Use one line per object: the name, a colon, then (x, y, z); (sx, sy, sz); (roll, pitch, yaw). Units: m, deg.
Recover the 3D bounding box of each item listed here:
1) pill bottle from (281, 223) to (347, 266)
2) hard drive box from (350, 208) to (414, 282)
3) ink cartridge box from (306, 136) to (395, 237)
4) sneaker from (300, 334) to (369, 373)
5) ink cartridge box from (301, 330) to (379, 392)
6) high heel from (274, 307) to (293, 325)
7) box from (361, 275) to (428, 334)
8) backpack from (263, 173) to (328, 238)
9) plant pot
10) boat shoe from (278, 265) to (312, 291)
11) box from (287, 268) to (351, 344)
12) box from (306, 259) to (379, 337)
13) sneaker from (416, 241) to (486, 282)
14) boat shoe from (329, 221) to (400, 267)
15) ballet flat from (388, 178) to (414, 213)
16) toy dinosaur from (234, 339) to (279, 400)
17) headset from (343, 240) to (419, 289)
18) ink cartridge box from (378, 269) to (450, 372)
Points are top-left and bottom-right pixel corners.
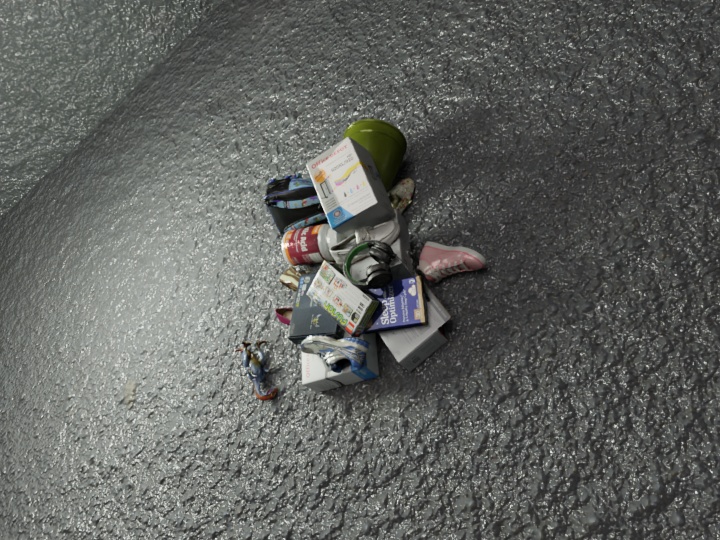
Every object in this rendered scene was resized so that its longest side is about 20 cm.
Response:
pill bottle: (-0.133, -0.080, 1.692); (0.198, 0.114, 0.116); (-8, 62, 29)
hard drive box: (0.055, -0.048, 1.497); (0.154, 0.077, 0.202); (-22, 47, 22)
ink cartridge box: (-0.026, -0.218, 1.474); (0.146, 0.144, 0.202); (-27, 74, 18)
sneaker: (-0.074, 0.216, 1.417); (0.198, 0.077, 0.086); (-2, 67, 30)
ink cartridge box: (-0.059, 0.231, 1.500); (0.198, 0.084, 0.147); (-19, 57, 22)
high heel: (-0.153, 0.137, 1.601); (0.198, 0.096, 0.068); (7, 69, 34)
box: (0.068, 0.091, 1.400); (0.198, 0.032, 0.123); (-12, 70, 20)
backpack: (-0.188, -0.218, 1.765); (0.197, 0.184, 0.135); (-13, 41, 11)
plant pot: (0.028, -0.307, 1.644); (0.198, 0.201, 0.195); (-6, 56, 29)
boat shoe: (-0.167, 0.033, 1.682); (0.201, 0.075, 0.075); (24, 73, 38)
box: (-0.110, 0.099, 1.526); (0.156, 0.051, 0.202); (-8, 58, 27)
box: (-0.050, 0.070, 1.428); (0.200, 0.035, 0.111); (39, 106, 36)
sneaker: (0.232, -0.009, 1.452); (0.199, 0.075, 0.105); (15, 69, 44)
boat shoe: (0.009, -0.079, 1.448); (0.198, 0.069, 0.071); (-29, 42, 15)
ballet flat: (0.100, -0.199, 1.643); (0.075, 0.064, 0.202); (18, 75, 36)
toy dinosaur: (-0.302, 0.300, 1.647); (0.200, 0.104, 0.184); (141, 126, -58)
headset: (0.047, -0.022, 1.357); (0.197, 0.094, 0.125); (0, 65, 21)
ink cartridge box: (0.131, 0.125, 1.439); (0.175, 0.084, 0.201); (-39, 52, 5)
